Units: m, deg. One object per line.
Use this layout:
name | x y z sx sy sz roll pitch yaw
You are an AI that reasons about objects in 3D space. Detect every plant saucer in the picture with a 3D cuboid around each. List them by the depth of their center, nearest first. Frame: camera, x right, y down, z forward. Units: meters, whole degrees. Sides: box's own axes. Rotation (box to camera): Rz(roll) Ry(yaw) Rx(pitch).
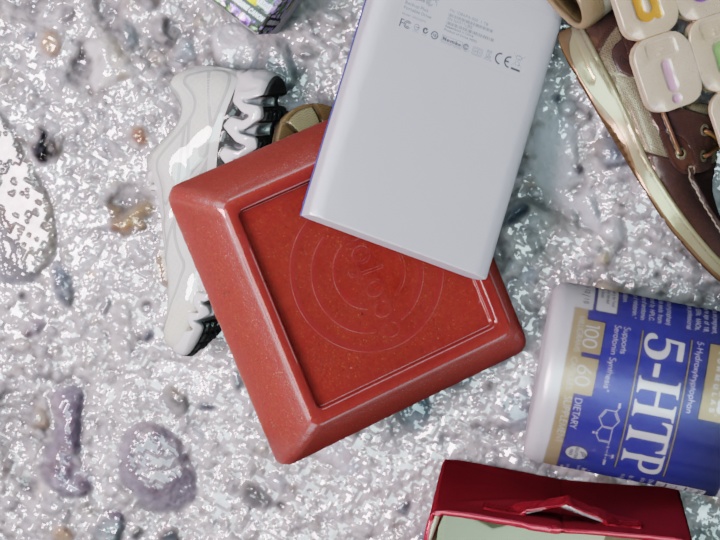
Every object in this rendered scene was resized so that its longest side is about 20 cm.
plant saucer | 0.000 0.000 1.593 0.200 0.037 0.200 -24 97 -20

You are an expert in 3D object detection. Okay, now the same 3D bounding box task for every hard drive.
hard drive | 0.050 -0.109 1.583 0.132 0.025 0.200 20 81 -20

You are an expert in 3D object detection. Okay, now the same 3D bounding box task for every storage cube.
storage cube | 0.121 0.234 1.584 0.171 0.180 0.200 6 98 4

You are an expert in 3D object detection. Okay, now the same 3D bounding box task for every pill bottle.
pill bottle | 0.215 0.084 1.583 0.200 0.120 0.120 10 97 3

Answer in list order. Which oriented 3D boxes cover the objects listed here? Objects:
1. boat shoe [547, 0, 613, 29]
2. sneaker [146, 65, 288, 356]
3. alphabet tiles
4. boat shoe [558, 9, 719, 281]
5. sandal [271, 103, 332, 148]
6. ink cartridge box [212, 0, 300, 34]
boat shoe | 0.099 -0.246 1.575 0.200 0.071 0.065 46 68 3
sneaker | -0.108 -0.043 1.633 0.081 0.075 0.200 13 92 13
alphabet tiles | 0.262 -0.179 1.579 0.200 0.015 0.196 -20 94 -13
boat shoe | 0.209 -0.088 1.599 0.072 0.072 0.200 -31 87 8
sandal | -0.029 -0.012 1.631 0.080 0.054 0.200 -6 90 -22
ink cartridge box | -0.021 -0.248 1.578 0.050 0.109 0.200 37 98 0
